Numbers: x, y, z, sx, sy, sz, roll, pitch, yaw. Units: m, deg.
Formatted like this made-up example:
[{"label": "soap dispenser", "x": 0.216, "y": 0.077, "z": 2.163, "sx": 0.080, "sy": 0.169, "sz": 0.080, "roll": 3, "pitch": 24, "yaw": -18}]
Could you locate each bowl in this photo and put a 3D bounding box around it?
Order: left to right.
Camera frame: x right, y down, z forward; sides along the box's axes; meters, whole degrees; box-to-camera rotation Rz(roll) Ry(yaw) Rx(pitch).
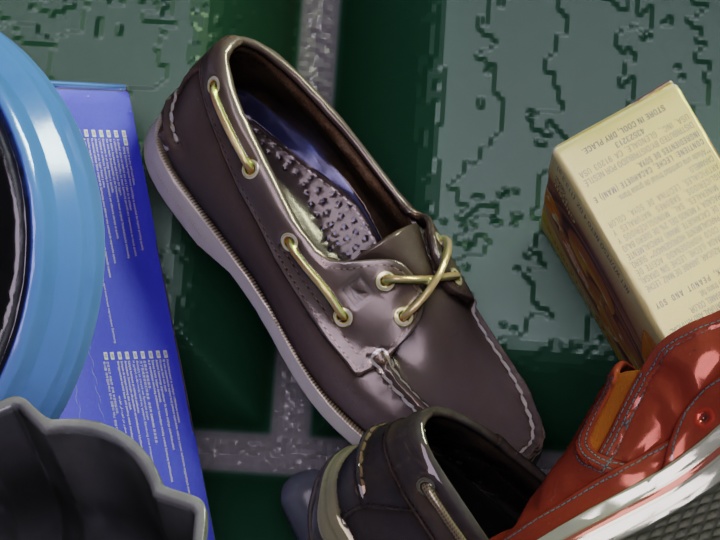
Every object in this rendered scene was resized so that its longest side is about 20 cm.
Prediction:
[{"label": "bowl", "x": -0.186, "y": -0.002, "z": 0.910, "sx": 0.200, "sy": 0.039, "sz": 0.202, "roll": -3, "pitch": 81, "yaw": 21}]

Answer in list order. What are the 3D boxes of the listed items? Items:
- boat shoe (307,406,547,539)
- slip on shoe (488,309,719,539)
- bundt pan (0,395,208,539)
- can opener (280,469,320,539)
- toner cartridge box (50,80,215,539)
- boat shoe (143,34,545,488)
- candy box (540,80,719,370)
[{"label": "boat shoe", "x": 0.075, "y": 0.120, "z": 0.911, "sx": 0.200, "sy": 0.073, "sz": 0.075, "roll": 33, "pitch": 45, "yaw": -11}, {"label": "slip on shoe", "x": 0.096, "y": 0.062, "z": 0.847, "sx": 0.200, "sy": 0.074, "sz": 0.061, "roll": -41, "pitch": 55, "yaw": 12}, {"label": "bundt pan", "x": -0.124, "y": 0.145, "z": 0.812, "sx": 0.201, "sy": 0.076, "sz": 0.203, "roll": -6, "pitch": 57, "yaw": 10}, {"label": "can opener", "x": 0.033, "y": 0.154, "z": 0.935, "sx": 0.053, "sy": 0.067, "sz": 0.201, "roll": -26, "pitch": 79, "yaw": -5}, {"label": "toner cartridge box", "x": -0.115, "y": 0.031, "z": 0.953, "sx": 0.095, "sy": 0.043, "sz": 0.201, "roll": 0, "pitch": 73, "yaw": -43}, {"label": "boat shoe", "x": 0.000, "y": 0.000, "z": 0.963, "sx": 0.072, "sy": 0.060, "sz": 0.200, "roll": -29, "pitch": 74, "yaw": -42}, {"label": "candy box", "x": 0.136, "y": 0.043, "z": 0.931, "sx": 0.055, "sy": 0.115, "sz": 0.200, "roll": -29, "pitch": 78, "yaw": -4}]
